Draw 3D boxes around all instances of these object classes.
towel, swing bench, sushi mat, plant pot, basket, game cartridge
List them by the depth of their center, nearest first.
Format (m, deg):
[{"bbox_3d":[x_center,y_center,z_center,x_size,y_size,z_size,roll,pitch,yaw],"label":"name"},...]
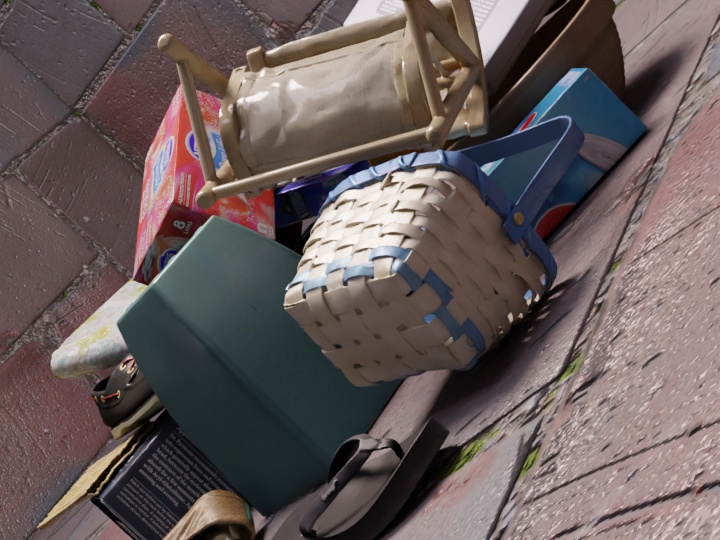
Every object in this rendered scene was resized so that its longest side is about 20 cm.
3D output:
[{"bbox_3d":[0.050,-0.021,0.948,0.176,0.139,0.201,-15,36,50],"label":"basket"},{"bbox_3d":[-0.016,-0.137,1.066,0.197,0.131,0.200,-13,2,19],"label":"swing bench"},{"bbox_3d":[-0.087,0.066,1.120,0.142,0.200,0.141,-52,7,-37],"label":"plant pot"},{"bbox_3d":[0.163,-0.141,1.187,0.201,0.093,0.201,-48,6,6],"label":"plant pot"},{"bbox_3d":[0.075,-0.224,1.214,0.134,0.041,0.199,-54,43,-6],"label":"game cartridge"},{"bbox_3d":[-0.256,0.200,1.329,0.096,0.012,0.200,-51,7,-31],"label":"sushi mat"},{"bbox_3d":[-0.201,0.037,1.407,0.170,0.048,0.200,-21,16,29],"label":"towel"}]

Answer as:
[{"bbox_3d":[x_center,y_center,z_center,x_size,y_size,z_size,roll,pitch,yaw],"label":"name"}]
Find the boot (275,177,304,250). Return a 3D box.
[{"bbox_3d":[-0.062,-0.005,1.425,0.200,0.068,0.190,31,-117,-63],"label":"boot"}]

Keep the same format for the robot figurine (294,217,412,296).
[{"bbox_3d":[-0.002,-0.001,1.287,0.126,0.149,0.200,-60,7,-3],"label":"robot figurine"}]

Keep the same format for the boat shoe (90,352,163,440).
[{"bbox_3d":[-0.201,0.105,1.270,0.073,0.063,0.201,-30,-2,-29],"label":"boat shoe"}]

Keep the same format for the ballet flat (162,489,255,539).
[{"bbox_3d":[-0.152,0.259,1.076,0.200,0.068,0.072,-46,25,-15],"label":"ballet flat"}]

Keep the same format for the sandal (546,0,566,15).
[{"bbox_3d":[0.100,-0.230,1.262,0.199,0.054,0.080,-24,0,40],"label":"sandal"}]

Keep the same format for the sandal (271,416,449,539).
[{"bbox_3d":[-0.014,0.143,0.874,0.200,0.043,0.076,-41,9,47],"label":"sandal"}]

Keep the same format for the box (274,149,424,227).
[{"bbox_3d":[0.000,-0.086,1.303,0.118,0.042,0.200,-16,8,32],"label":"box"}]

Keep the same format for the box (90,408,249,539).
[{"bbox_3d":[-0.145,0.172,1.291,0.200,0.107,0.148,-49,6,-17],"label":"box"}]

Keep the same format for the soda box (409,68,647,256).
[{"bbox_3d":[0.124,-0.061,1.066,0.200,0.068,0.064,-47,7,5],"label":"soda box"}]

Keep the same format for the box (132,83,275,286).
[{"bbox_3d":[-0.140,-0.067,1.253,0.096,0.099,0.201,-59,21,32],"label":"box"}]
